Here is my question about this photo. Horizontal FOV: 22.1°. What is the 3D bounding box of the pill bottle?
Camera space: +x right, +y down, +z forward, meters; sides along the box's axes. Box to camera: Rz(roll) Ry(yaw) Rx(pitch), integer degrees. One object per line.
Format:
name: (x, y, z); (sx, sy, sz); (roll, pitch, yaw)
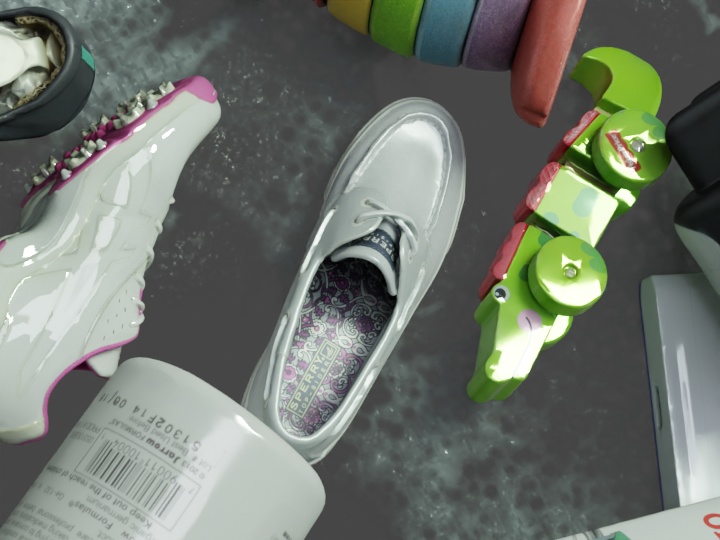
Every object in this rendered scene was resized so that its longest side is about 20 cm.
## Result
pill bottle: (-0.113, 0.148, 0.804); (0.114, 0.114, 0.201); (36, 72, -4)

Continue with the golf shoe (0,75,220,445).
golf shoe: (-0.128, -0.006, 0.865); (0.200, 0.075, 0.092); (-47, 107, -16)

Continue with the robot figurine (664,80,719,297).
robot figurine: (0.233, -0.011, 0.888); (0.150, 0.125, 0.201); (-34, 90, -19)

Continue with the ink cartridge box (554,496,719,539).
ink cartridge box: (0.114, 0.191, 0.828); (0.198, 0.146, 0.085); (-13, 120, -16)

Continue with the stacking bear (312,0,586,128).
stacking bear: (0.014, -0.159, 0.907); (0.199, 0.121, 0.115); (18, 104, 3)

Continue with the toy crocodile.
toy crocodile: (0.101, -0.024, 0.919); (0.061, 0.068, 0.201); (29, 71, 0)

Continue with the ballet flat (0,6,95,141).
ballet flat: (-0.210, -0.077, 0.795); (0.199, 0.073, 0.074); (-13, 82, -17)

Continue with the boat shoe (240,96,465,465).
boat shoe: (0.000, 0.000, 0.887); (0.072, 0.069, 0.201); (33, 73, -5)

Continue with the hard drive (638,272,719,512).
hard drive: (0.247, 0.065, 0.956); (0.198, 0.025, 0.133); (-2, 78, -14)
